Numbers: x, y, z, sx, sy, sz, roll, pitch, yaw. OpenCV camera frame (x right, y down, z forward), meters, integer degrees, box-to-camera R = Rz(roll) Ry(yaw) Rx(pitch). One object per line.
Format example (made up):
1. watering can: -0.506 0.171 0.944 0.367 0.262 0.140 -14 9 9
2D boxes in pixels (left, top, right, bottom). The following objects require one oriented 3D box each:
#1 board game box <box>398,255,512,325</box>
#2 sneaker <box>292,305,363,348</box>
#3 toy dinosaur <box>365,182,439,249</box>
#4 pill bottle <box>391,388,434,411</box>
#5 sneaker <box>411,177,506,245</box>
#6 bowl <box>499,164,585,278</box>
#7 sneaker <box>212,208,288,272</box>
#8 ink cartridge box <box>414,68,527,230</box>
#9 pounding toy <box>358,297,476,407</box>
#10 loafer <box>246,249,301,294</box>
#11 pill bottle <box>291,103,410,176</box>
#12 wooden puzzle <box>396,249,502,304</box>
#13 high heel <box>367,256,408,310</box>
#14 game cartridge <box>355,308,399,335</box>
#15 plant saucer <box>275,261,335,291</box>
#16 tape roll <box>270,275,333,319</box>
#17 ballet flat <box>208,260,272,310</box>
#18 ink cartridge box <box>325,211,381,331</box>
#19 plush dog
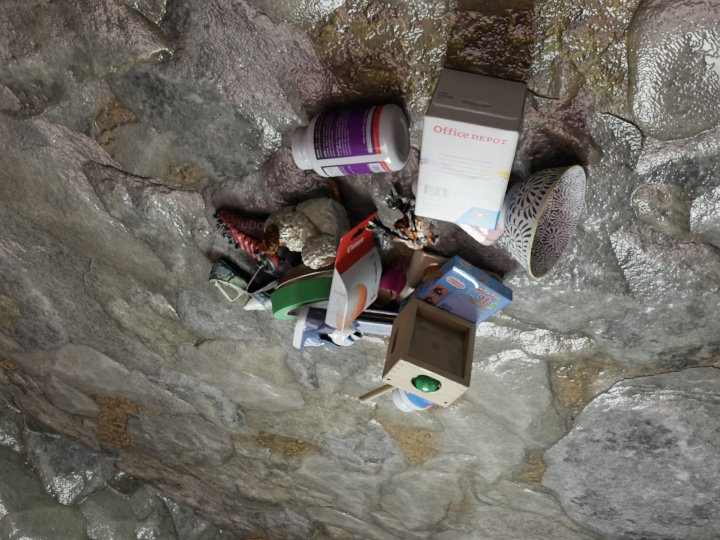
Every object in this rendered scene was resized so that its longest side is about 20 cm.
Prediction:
1. board game box: 0.197 0.065 1.350 0.150 0.037 0.200 30 138 -16
2. sneaker: -0.069 0.140 1.413 0.145 0.082 0.200 16 159 0
3. toy dinosaur: 0.092 -0.079 1.235 0.135 0.102 0.201 32 150 11
4. pill bottle: 0.164 0.280 1.596 0.112 0.113 0.200 32 138 -12
5. sneaker: 0.198 -0.134 1.178 0.199 0.076 0.105 31 135 -15
6. bowl: 0.303 -0.098 1.114 0.094 0.201 0.202 26 145 32
7. sneaker: -0.235 -0.084 1.411 0.199 0.098 0.071 35 156 19
8. ink cartridge box: 0.179 -0.199 1.060 0.145 0.146 0.201 13 138 9
9. pounding toy: 0.120 0.192 1.334 0.182 0.202 0.143 23 140 -9
10. loafer: -0.201 0.002 1.479 0.072 0.063 0.200 50 136 1
11. pill bottle: -0.018 -0.227 1.137 0.197 0.113 0.113 -1 134 23
12. wooden puzzle: 0.186 0.052 1.397 0.198 0.047 0.186 21 139 1
13. high heel: 0.045 0.057 1.421 0.067 0.097 0.201 23 138 -3
14. game cartridge: 0.031 0.120 1.492 0.197 0.041 0.134 7 162 3
15. plant saucer: -0.093 0.012 1.414 0.198 0.037 0.201 -12 166 -3
16. tape roll: -0.101 0.063 1.437 0.198 0.049 0.201 -11 166 -3
17. ballet flat: -0.286 0.056 1.575 0.199 0.075 0.074 35 137 -11
18. ink cartridge box: 0.000 0.000 1.293 0.050 0.162 0.202 25 123 17
19. plush dog: -0.116 -0.091 1.302 0.169 0.200 0.163 -6 100 14
